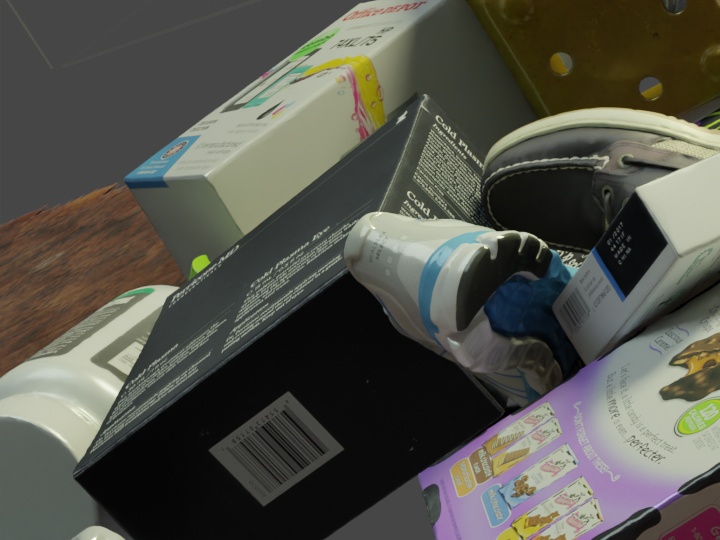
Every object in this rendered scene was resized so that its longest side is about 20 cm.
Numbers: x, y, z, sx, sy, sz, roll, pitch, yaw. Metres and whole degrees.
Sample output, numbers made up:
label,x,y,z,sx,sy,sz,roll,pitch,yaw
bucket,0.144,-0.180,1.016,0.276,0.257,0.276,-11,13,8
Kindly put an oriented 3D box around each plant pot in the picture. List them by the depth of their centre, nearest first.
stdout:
label,x,y,z,sx,sy,sz,roll,pitch,yaw
plant pot,0.156,-0.165,1.391,0.193,0.196,0.200,-27,17,22

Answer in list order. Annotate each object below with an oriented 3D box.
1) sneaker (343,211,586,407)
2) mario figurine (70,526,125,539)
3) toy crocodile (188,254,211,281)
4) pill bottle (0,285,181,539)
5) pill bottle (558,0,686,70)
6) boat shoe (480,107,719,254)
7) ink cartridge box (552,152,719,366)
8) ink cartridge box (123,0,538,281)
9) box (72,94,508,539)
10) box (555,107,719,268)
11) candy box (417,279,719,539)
label,x,y,z,sx,sy,sz,roll,pitch,yaw
sneaker,0.056,0.013,1.066,0.086,0.200,0.075,23,83,30
mario figurine,-0.117,0.183,0.960,0.198,0.106,0.124,-16,53,-7
toy crocodile,0.000,0.000,1.355,0.199,0.068,0.062,-17,43,-18
pill bottle,-0.139,0.088,1.302,0.113,0.114,0.200,-26,6,26
pill bottle,0.134,-0.175,1.619,0.200,0.116,0.116,-42,17,-31
boat shoe,0.143,-0.028,1.140,0.198,0.072,0.065,6,41,24
ink cartridge box,0.181,-0.027,1.020,0.199,0.039,0.100,-20,-22,-28
ink cartridge box,-0.007,-0.053,1.465,0.200,0.147,0.146,-38,16,-20
box,-0.019,0.039,1.205,0.200,0.104,0.182,-37,16,27
box,0.150,-0.023,1.261,0.199,0.036,0.143,-33,14,6
candy box,0.128,0.077,0.914,0.199,0.072,0.168,-33,14,5
